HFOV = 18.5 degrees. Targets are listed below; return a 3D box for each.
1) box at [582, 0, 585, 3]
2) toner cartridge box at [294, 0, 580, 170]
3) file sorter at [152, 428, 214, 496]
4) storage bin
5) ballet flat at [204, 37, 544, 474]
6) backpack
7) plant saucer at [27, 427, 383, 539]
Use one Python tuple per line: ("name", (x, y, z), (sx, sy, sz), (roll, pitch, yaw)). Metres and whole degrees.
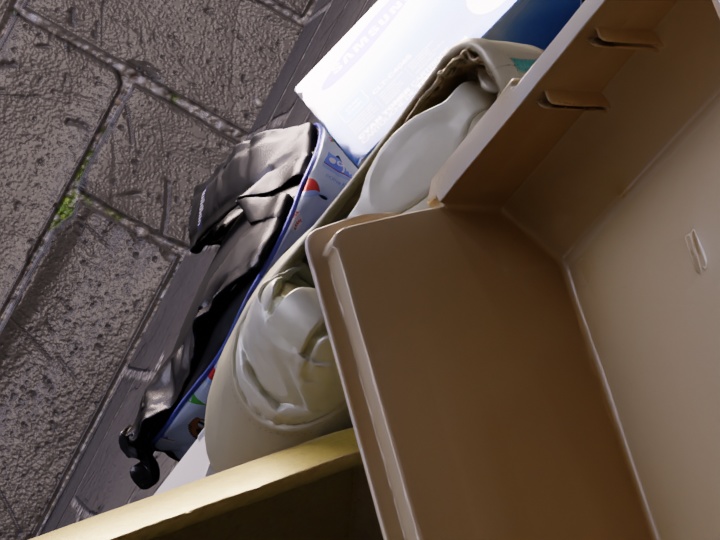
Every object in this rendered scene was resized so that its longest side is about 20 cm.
("box", (0.113, -0.079, 0.749), (0.201, 0.037, 0.137), (89, -154, -48))
("toner cartridge box", (0.067, -0.114, 0.853), (0.200, 0.043, 0.095), (-46, 27, 4))
("file sorter", (-0.059, 0.190, 0.977), (0.139, 0.124, 0.201), (-52, 14, 40))
("storage bin", (0.083, 0.010, 0.578), (0.200, 0.093, 0.200), (-52, 47, 48))
("ballet flat", (0.000, 0.000, 0.778), (0.201, 0.069, 0.070), (-53, 11, 12))
("backpack", (-0.032, 0.020, 1.241), (0.191, 0.153, 0.201), (118, 169, -53))
("plant saucer", (-0.059, 0.146, 0.767), (0.048, 0.199, 0.201), (40, 136, 42))
